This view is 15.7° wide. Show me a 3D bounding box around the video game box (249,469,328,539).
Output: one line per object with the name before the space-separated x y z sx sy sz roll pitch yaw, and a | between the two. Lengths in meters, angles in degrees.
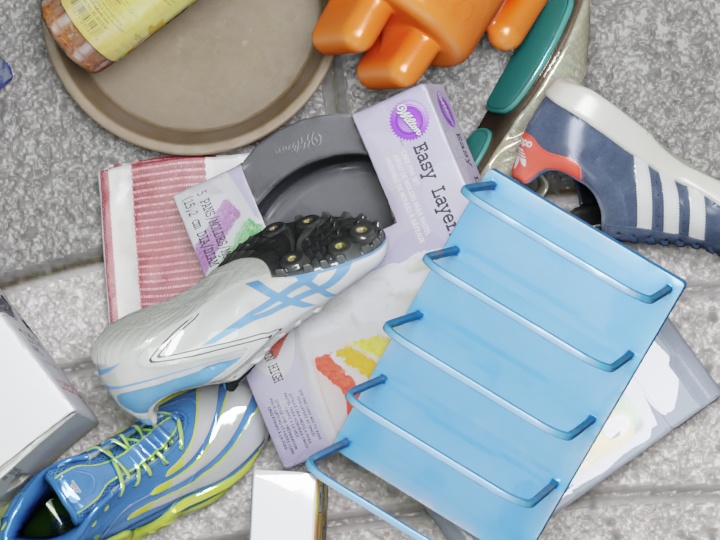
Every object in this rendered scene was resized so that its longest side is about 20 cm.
video game box | -0.047 0.223 1.602 0.047 0.182 0.200 3 86 -1

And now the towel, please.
towel | -0.067 -0.006 1.701 0.200 0.023 0.144 -4 88 3

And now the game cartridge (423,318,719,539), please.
game cartridge | 0.114 0.084 1.681 0.200 0.040 0.133 -36 82 -1

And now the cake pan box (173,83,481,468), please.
cake pan box | 0.000 0.000 1.645 0.184 0.052 0.200 -22 86 13

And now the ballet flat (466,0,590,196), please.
ballet flat | 0.104 -0.085 1.688 0.062 0.067 0.200 32 92 -20

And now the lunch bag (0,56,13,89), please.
lunch bag | -0.340 -0.120 1.644 0.200 0.170 0.124 -36 82 0

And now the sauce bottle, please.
sauce bottle | -0.109 -0.203 1.644 0.200 0.066 0.066 -34 85 16

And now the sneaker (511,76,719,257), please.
sneaker | 0.182 -0.037 1.658 0.200 0.075 0.085 34 95 -12

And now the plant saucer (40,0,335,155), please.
plant saucer | -0.109 -0.173 1.710 0.200 0.029 0.200 0 85 2

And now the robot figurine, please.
robot figurine | 0.050 -0.209 1.660 0.144 0.117 0.200 27 78 16

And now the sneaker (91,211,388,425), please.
sneaker | -0.068 0.028 1.612 0.200 0.072 0.073 -28 119 8

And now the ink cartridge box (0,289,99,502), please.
ink cartridge box | -0.258 0.041 1.641 0.083 0.145 0.200 -38 85 -4

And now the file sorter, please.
file sorter | 0.077 0.061 1.539 0.139 0.123 0.200 31 99 9

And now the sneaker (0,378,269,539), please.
sneaker | -0.144 0.134 1.650 0.200 0.105 0.076 -34 86 0
